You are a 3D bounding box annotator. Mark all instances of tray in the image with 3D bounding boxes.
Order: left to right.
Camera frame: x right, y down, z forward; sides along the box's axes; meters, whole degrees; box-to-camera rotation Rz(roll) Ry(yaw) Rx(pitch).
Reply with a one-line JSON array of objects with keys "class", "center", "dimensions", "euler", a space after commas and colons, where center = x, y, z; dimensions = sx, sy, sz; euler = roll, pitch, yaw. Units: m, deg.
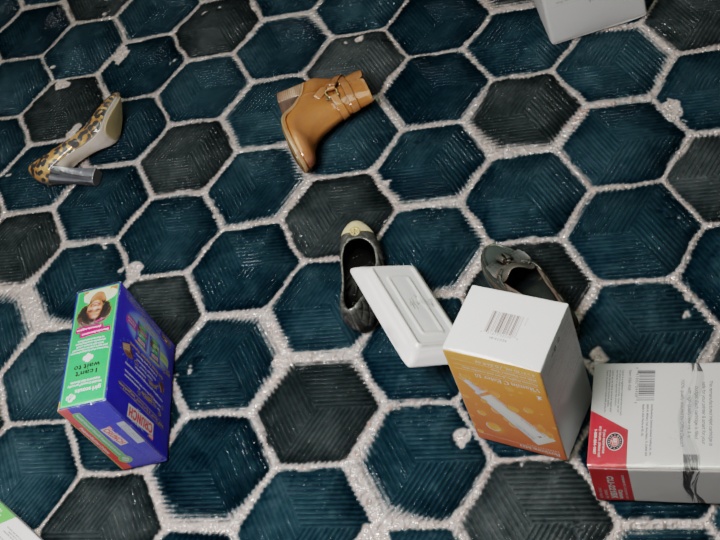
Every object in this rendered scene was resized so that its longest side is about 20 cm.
[{"class": "tray", "center": [0.072, 0.053, 1.522], "dimensions": [0.107, 0.022, 0.200], "euler": [-1, 40, -29]}]

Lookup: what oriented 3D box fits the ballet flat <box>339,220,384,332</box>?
[{"class": "ballet flat", "center": [0.000, 0.000, 1.611], "dimensions": [0.066, 0.057, 0.200], "euler": [-13, 48, 10]}]

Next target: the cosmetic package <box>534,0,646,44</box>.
[{"class": "cosmetic package", "center": [0.351, -0.509, 1.801], "dimensions": [0.165, 0.200, 0.165], "euler": [-17, 48, 9]}]

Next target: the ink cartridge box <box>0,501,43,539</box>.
[{"class": "ink cartridge box", "center": [-0.498, 0.411, 1.445], "dimensions": [0.146, 0.084, 0.200], "euler": [28, 66, 36]}]

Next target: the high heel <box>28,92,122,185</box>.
[{"class": "high heel", "center": [-0.510, -0.241, 2.000], "dimensions": [0.142, 0.071, 0.200], "euler": [5, 63, 17]}]

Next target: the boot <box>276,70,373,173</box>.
[{"class": "boot", "center": [-0.050, -0.251, 1.840], "dimensions": [0.155, 0.077, 0.200], "euler": [-16, 41, 3]}]

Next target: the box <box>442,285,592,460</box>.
[{"class": "box", "center": [0.191, 0.124, 1.334], "dimensions": [0.124, 0.200, 0.098], "euler": [11, 57, 29]}]

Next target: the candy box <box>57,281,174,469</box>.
[{"class": "candy box", "center": [-0.330, 0.146, 1.543], "dimensions": [0.077, 0.169, 0.200], "euler": [-16, 48, 13]}]

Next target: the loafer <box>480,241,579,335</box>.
[{"class": "loafer", "center": [0.226, 0.016, 1.504], "dimensions": [0.072, 0.063, 0.200], "euler": [-33, 48, -7]}]

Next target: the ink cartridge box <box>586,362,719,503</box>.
[{"class": "ink cartridge box", "center": [0.371, 0.186, 1.291], "dimensions": [0.200, 0.084, 0.145], "euler": [-3, 50, 21]}]
